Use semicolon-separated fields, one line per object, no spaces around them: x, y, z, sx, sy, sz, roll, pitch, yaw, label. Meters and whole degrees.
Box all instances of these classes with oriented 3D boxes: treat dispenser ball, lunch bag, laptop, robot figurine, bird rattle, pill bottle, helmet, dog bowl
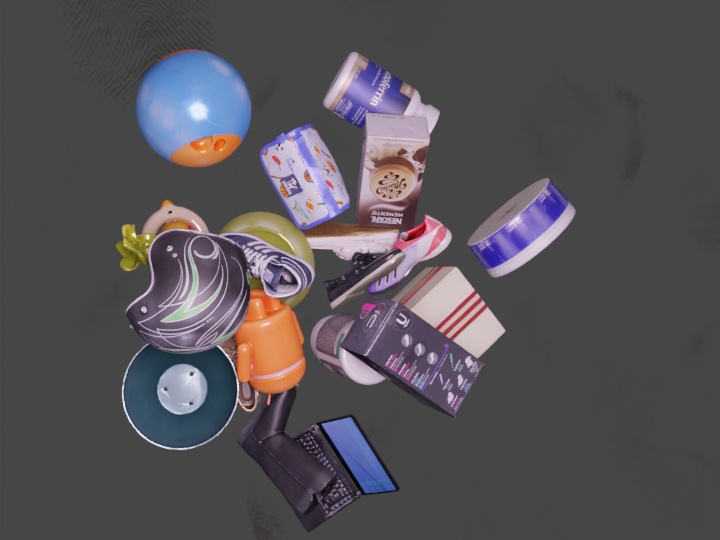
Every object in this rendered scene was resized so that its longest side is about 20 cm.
-0.290;-0.281;1.466;0.199;0.201;0.203;-1;94;-9;treat dispenser ball
-0.097;-0.168;1.507;0.123;0.200;0.171;-29;99;-6;lunch bag
-0.059;0.389;1.600;0.199;0.103;0.178;-33;98;-6;laptop
-0.166;0.136;1.516;0.116;0.144;0.202;-14;106;3;robot figurine
-0.339;-0.034;1.529;0.199;0.113;0.164;32;76;-12;bird rattle
0.040;-0.307;1.564;0.199;0.116;0.116;29;89;-11;pill bottle
-0.285;0.044;1.405;0.198;0.200;0.192;8;73;-10;helmet
-0.017;0.137;1.533;0.112;0.200;0.114;-1;93;-22;pill bottle
0.300;-0.081;1.579;0.200;0.200;0.079;-41;95;-5;dog bowl

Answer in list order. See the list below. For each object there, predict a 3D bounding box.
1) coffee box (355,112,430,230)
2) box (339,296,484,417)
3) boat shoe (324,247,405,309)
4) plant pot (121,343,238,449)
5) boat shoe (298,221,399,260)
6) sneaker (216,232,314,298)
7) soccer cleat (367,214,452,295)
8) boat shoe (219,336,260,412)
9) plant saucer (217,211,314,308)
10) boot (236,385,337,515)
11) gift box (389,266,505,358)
0.055;-0.178;1.537;0.112;0.080;0.201;3;131;-5;coffee box
0.086;0.141;1.401;0.199;0.122;0.107;36;79;-20;box
0.001;0.000;1.564;0.074;0.199;0.066;-17;74;-45;boat shoe
-0.323;0.216;1.521;0.198;0.135;0.202;1;83;-11;plant pot
-0.025;-0.050;1.594;0.198;0.071;0.070;-2;119;-6;boat shoe
-0.182;-0.010;1.485;0.198;0.109;0.071;19;105;1;sneaker
0.077;-0.030;1.583;0.199;0.068;0.073;-37;120;23;soccer cleat
-0.226;0.165;1.576;0.071;0.065;0.202;-17;97;-8;boat shoe
-0.185;-0.007;1.558;0.198;0.031;0.202;1;104;5;plant saucer
-0.117;0.324;1.550;0.200;0.066;0.165;39;99;33;boot
0.121;0.101;1.578;0.187;0.184;0.200;-43;96;-13;gift box
